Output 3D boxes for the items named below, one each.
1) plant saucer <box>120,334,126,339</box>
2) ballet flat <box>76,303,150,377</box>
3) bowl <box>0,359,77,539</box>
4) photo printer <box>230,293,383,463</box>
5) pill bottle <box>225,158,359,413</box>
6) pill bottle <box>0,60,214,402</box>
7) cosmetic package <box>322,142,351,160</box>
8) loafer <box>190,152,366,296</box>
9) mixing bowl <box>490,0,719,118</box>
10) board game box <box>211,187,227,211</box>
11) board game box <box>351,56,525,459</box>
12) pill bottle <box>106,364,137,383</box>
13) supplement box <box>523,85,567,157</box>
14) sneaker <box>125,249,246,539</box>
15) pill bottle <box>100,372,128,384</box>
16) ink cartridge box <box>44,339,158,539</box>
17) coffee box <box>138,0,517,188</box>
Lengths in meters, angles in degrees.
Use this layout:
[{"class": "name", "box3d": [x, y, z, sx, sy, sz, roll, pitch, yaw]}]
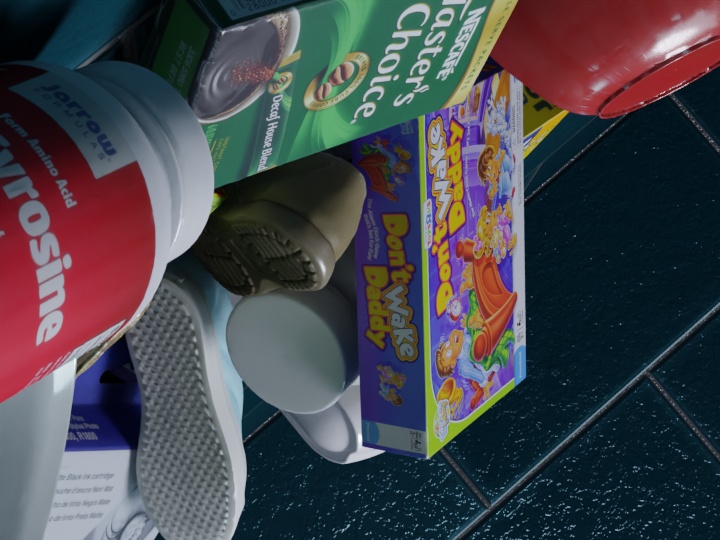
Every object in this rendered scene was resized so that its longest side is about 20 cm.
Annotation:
[{"class": "plant saucer", "box3d": [-0.194, 0.053, 1.299, 0.200, 0.032, 0.200, -41, 175, -4]}, {"class": "ballet flat", "box3d": [-0.192, 0.053, 1.156, 0.199, 0.071, 0.065, -38, -171, 4]}, {"class": "bowl", "box3d": [-0.194, 0.071, 0.931, 0.201, 0.089, 0.203, 10, 90, -86]}, {"class": "photo printer", "box3d": [-0.016, 0.034, 1.485, 0.166, 0.200, 0.069, -34, 172, -43]}, {"class": "pill bottle", "box3d": [0.000, 0.000, 1.264, 0.111, 0.111, 0.200, -45, -179, 41]}, {"class": "pill bottle", "box3d": [-0.140, -0.011, 0.743, 0.112, 0.112, 0.200, -44, 174, 35]}, {"class": "cosmetic package", "box3d": [0.001, -0.118, 1.188, 0.082, 0.051, 0.200, -40, 175, -6]}, {"class": "loafer", "box3d": [-0.051, -0.030, 1.148, 0.067, 0.076, 0.200, -44, -156, -16]}, {"class": "mixing bowl", "box3d": [0.147, -0.152, 1.101, 0.199, 0.109, 0.200, -27, 173, -4]}, {"class": "board game box", "box3d": [-0.165, 0.009, 1.063, 0.200, 0.048, 0.102, -42, 174, 6]}, {"class": "board game box", "box3d": [0.047, -0.011, 1.182, 0.134, 0.044, 0.202, -32, 125, -55]}, {"class": "pill bottle", "box3d": [-0.202, 0.149, 1.571, 0.200, 0.112, 0.111, -38, 174, -26]}, {"class": "supplement box", "box3d": [0.034, -0.080, 1.407, 0.109, 0.109, 0.200, -35, 172, -48]}, {"class": "sneaker", "box3d": [-0.096, 0.080, 1.283, 0.082, 0.073, 0.202, -46, 140, -56]}, {"class": "pill bottle", "box3d": [-0.232, 0.153, 1.399, 0.200, 0.112, 0.112, -36, 173, -40]}, {"class": "ink cartridge box", "box3d": [-0.174, 0.138, 1.295, 0.201, 0.040, 0.199, -61, 157, 11]}, {"class": "coffee box", "box3d": [-0.012, -0.106, 0.942, 0.199, 0.044, 0.123, -21, 153, -37]}]
